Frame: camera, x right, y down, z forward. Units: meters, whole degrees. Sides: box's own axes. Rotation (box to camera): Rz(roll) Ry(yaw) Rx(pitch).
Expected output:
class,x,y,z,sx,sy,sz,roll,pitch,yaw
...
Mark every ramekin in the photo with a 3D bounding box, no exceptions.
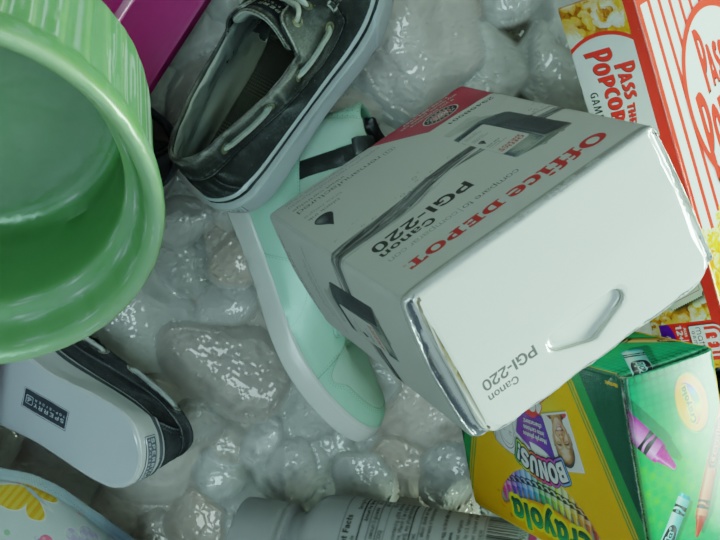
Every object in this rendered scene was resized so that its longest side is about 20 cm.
class,x,y,z,sx,sy,sz,roll,pitch,yaw
ramekin,-0.191,-0.059,0.594,0.198,0.098,0.201,-3,132,-4

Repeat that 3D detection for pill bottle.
class,x,y,z,sx,sy,sz,roll,pitch,yaw
pill bottle,0.018,0.202,0.774,0.198,0.113,0.114,6,101,11

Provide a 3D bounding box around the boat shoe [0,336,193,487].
class,x,y,z,sx,sy,sz,roll,pitch,yaw
boat shoe,-0.193,0.066,0.800,0.199,0.068,0.072,27,111,23

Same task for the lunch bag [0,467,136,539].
class,x,y,z,sx,sy,sz,roll,pitch,yaw
lunch bag,-0.195,0.229,0.741,0.126,0.170,0.200,-28,134,10

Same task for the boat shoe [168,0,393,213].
class,x,y,z,sx,sy,sz,roll,pitch,yaw
boat shoe,-0.041,-0.129,0.713,0.072,0.071,0.201,20,79,29

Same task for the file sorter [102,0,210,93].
class,x,y,z,sx,sy,sz,roll,pitch,yaw
file sorter,-0.193,-0.189,0.695,0.199,0.125,0.140,30,76,0

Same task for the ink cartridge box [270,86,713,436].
class,x,y,z,sx,sy,sz,roll,pitch,yaw
ink cartridge box,0.056,-0.016,0.638,0.145,0.200,0.085,-35,115,-11

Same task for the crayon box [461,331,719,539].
class,x,y,z,sx,sy,sz,roll,pitch,yaw
crayon box,0.123,0.093,0.702,0.058,0.200,0.120,-15,100,-20

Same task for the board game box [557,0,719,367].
class,x,y,z,sx,sy,sz,roll,pitch,yaw
board game box,0.190,-0.066,0.690,0.046,0.151,0.201,-11,102,42

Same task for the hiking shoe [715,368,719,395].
class,x,y,z,sx,sy,sz,roll,pitch,yaw
hiking shoe,0.248,0.075,0.748,0.086,0.074,0.201,30,102,-1

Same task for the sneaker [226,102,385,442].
class,x,y,z,sx,sy,sz,roll,pitch,yaw
sneaker,0.000,0.000,0.758,0.117,0.074,0.202,-21,95,16

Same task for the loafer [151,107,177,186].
class,x,y,z,sx,sy,sz,roll,pitch,yaw
loafer,-0.204,-0.109,0.767,0.199,0.063,0.072,28,104,0
